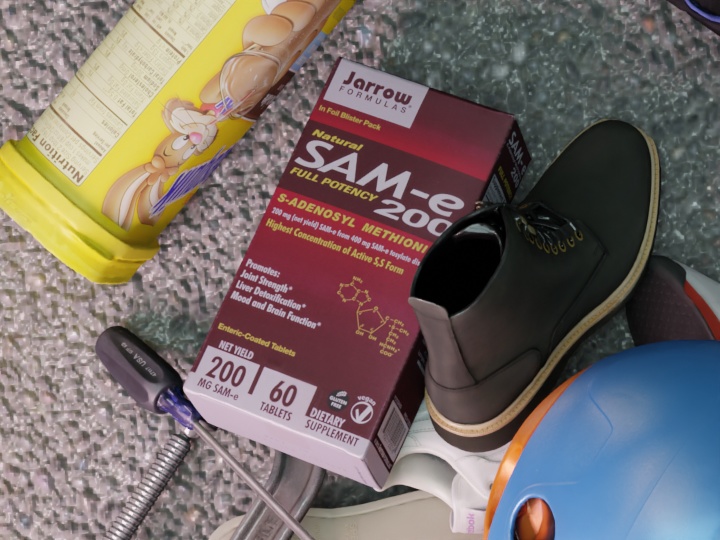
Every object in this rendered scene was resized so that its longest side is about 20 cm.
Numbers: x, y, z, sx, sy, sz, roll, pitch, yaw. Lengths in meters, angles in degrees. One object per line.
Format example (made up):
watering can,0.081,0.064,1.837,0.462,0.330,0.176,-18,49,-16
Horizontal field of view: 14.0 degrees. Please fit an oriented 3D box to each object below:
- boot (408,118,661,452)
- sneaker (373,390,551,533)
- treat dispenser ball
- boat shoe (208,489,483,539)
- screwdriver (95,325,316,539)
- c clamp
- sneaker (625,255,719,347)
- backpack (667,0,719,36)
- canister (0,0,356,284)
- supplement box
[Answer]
boot,0.092,-0.020,1.488,0.077,0.139,0.201,18,65,21
sneaker,0.099,0.109,1.541,0.199,0.075,0.100,15,57,14
treat dispenser ball,0.158,0.134,1.405,0.199,0.201,0.202,0,92,7
boat shoe,0.018,0.164,1.573,0.198,0.060,0.072,-4,51,4
screwdriver,-0.076,0.090,1.555,0.200,0.029,0.028,38,126,32
c clamp,-0.109,0.138,1.571,0.200,0.027,0.171,-52,43,-5
sneaker,0.234,0.058,1.543,0.201,0.107,0.068,48,140,33
backpack,0.247,-0.188,1.473,0.154,0.200,0.191,29,99,-28
canister,-0.097,-0.096,1.537,0.086,0.149,0.200,41,94,5
supplement box,0.000,0.000,1.531,0.108,0.061,0.201,19,74,18
